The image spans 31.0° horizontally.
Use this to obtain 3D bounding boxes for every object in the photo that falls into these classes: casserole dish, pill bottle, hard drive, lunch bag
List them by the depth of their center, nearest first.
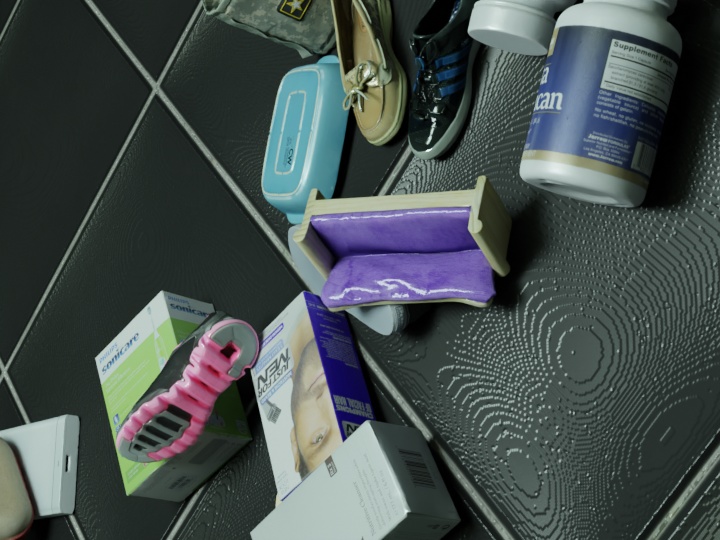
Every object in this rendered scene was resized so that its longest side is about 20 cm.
[{"bbox_3d":[0.215,-0.165,1.129,0.111,0.111,0.201,13,88,48],"label":"pill bottle"},{"bbox_3d":[0.166,-0.314,1.239,0.111,0.111,0.201,13,88,48],"label":"pill bottle"},{"bbox_3d":[-0.085,-0.358,1.483,0.117,0.163,0.201,1,80,51],"label":"lunch bag"},{"bbox_3d":[-0.066,-0.154,1.490,0.121,0.039,0.201,5,84,54],"label":"casserole dish"},{"bbox_3d":[-0.459,0.280,1.804,0.199,0.027,0.133,-17,67,44],"label":"hard drive"}]

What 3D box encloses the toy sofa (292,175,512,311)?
[{"bbox_3d":[0.040,-0.024,1.251,0.199,0.083,0.098,-2,57,27],"label":"toy sofa"}]

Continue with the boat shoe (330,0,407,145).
[{"bbox_3d":[0.001,-0.231,1.428,0.073,0.063,0.201,-31,57,37],"label":"boat shoe"}]

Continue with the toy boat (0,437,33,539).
[{"bbox_3d":[-0.527,0.321,1.777,0.131,0.130,0.200,101,148,-42],"label":"toy boat"}]

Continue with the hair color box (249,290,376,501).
[{"bbox_3d":[-0.051,0.135,1.365,0.109,0.065,0.201,-44,46,30],"label":"hair color box"}]

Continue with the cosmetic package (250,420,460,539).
[{"bbox_3d":[-0.009,0.250,1.261,0.200,0.081,0.113,-47,49,25],"label":"cosmetic package"}]

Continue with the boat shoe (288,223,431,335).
[{"bbox_3d":[0.000,0.000,1.363,0.200,0.066,0.070,32,135,46],"label":"boat shoe"}]

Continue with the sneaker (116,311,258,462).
[{"bbox_3d":[-0.196,0.124,1.432,0.200,0.079,0.095,-47,31,-1],"label":"sneaker"}]

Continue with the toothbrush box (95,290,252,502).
[{"bbox_3d":[-0.226,0.150,1.544,0.146,0.086,0.201,-43,52,28],"label":"toothbrush box"}]

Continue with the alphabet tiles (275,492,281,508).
[{"bbox_3d":[-0.021,0.265,1.341,0.199,0.015,0.197,-17,64,43],"label":"alphabet tiles"}]

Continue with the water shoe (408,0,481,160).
[{"bbox_3d":[0.075,-0.216,1.332,0.071,0.079,0.201,17,92,48],"label":"water shoe"}]
